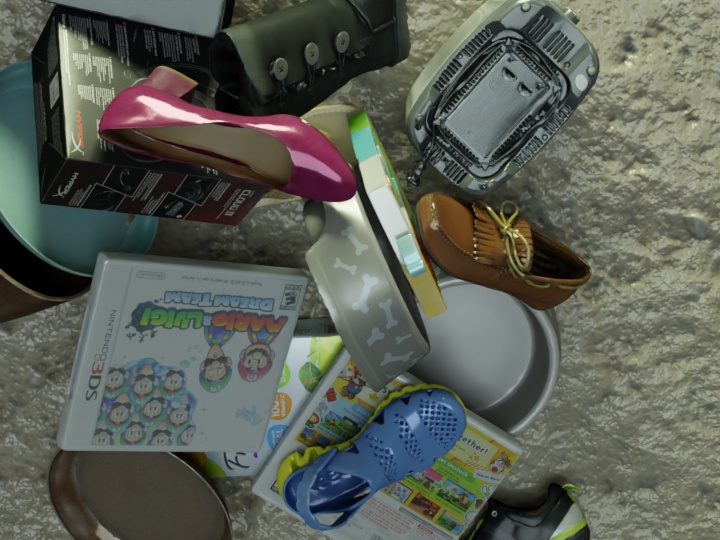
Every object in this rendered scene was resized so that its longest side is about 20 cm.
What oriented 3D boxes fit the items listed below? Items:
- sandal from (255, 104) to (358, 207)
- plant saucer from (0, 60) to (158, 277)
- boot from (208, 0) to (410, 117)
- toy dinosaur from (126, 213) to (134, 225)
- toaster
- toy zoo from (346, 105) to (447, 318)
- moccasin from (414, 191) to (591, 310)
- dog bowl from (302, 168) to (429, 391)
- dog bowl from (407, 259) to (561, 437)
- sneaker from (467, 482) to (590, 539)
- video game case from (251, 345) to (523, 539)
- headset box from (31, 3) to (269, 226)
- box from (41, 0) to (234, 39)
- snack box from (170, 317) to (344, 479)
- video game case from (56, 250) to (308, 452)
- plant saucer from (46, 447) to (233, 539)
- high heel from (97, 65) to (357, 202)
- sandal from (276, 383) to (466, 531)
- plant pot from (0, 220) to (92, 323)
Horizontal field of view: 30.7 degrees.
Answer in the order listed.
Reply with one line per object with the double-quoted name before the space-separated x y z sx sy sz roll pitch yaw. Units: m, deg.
"sandal" -0.087 -0.087 1.193 0.209 0.070 0.079 -18 107 4
"plant saucer" -0.257 -0.085 1.137 0.027 0.201 0.201 -26 108 33
"boot" -0.049 -0.218 1.093 0.199 0.065 0.167 -30 117 -34
"toy dinosaur" -0.216 -0.122 1.158 0.058 0.100 0.202 -40 69 48
"toaster" 0.112 -0.153 1.146 0.113 0.129 0.200 39 102 -11
"toy zoo" 0.031 -0.046 1.128 0.020 0.201 0.132 -23 120 6
"moccasin" 0.126 -0.020 1.138 0.200 0.075 0.077 29 138 -35
"dog bowl" 0.000 0.000 1.125 0.058 0.200 0.202 -24 106 6
"dog bowl" 0.101 0.080 1.256 0.197 0.059 0.203 0 107 0
"sneaker" 0.136 0.272 1.323 0.198 0.072 0.084 -24 82 5
"video game case" 0.025 0.187 1.249 0.199 0.023 0.183 31 108 -9
"headset box" -0.168 -0.127 1.104 0.198 0.151 0.077 6 151 -32
"box" -0.203 -0.258 1.101 0.197 0.141 0.080 12 107 -5
"snack box" -0.089 0.124 1.267 0.197 0.053 0.144 -3 107 0
"video game case" -0.156 0.078 1.166 0.198 0.024 0.184 5 111 -32
"plant saucer" -0.211 0.227 1.276 0.197 0.032 0.202 10 127 13
"high heel" -0.103 -0.086 1.016 0.198 0.096 0.068 24 132 9
"sandal" 0.011 0.177 1.189 0.199 0.087 0.080 -35 104 11
"plant pot" -0.363 -0.022 1.165 0.198 0.187 0.188 -26 107 26
